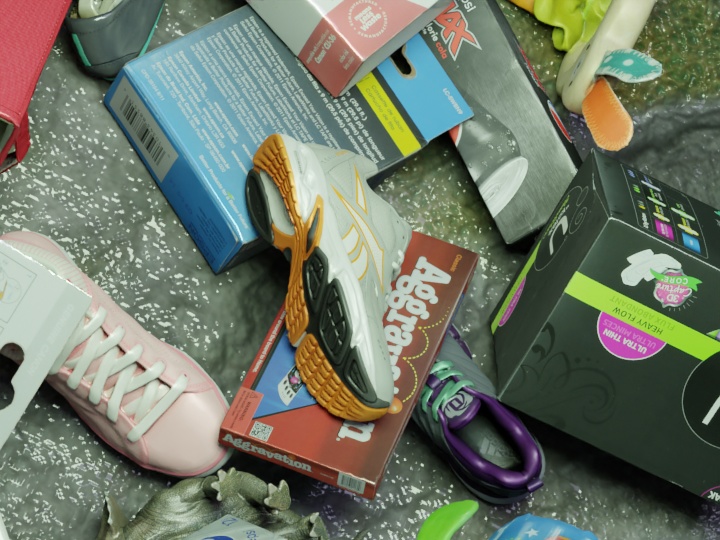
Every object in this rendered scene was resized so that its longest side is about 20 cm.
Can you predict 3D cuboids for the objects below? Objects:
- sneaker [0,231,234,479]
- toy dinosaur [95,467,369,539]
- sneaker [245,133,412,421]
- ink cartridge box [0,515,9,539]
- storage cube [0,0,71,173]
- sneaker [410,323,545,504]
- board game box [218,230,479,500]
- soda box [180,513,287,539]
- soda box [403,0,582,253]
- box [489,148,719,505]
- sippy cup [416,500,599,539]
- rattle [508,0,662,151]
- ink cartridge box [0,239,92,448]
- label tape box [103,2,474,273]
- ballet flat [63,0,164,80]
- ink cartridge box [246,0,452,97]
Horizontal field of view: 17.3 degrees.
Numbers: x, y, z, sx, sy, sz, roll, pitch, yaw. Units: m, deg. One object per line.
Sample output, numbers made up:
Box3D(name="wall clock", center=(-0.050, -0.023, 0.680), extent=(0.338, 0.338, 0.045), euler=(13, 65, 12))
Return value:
Box3D(name="sneaker", center=(-0.164, 0.054, 1.436), extent=(0.200, 0.105, 0.075), euler=(44, 95, 6))
Box3D(name="toy dinosaur", center=(-0.085, 0.150, 1.446), extent=(0.200, 0.102, 0.077), euler=(-10, 97, -38))
Box3D(name="sneaker", center=(0.000, 0.000, 1.469), extent=(0.092, 0.076, 0.200), euler=(0, 59, -30))
Box3D(name="ink cartridge box", center=(-0.247, 0.251, 1.341), extent=(0.145, 0.085, 0.200), euler=(-15, 72, -25))
Box3D(name="storage cube", center=(-0.278, -0.158, 1.453), extent=(0.200, 0.171, 0.180), euler=(24, 60, -9))
Box3D(name="sneaker", center=(0.048, 0.066, 1.522), extent=(0.200, 0.088, 0.074), euler=(43, 83, 1))
Box3D(name="board game box", center=(-0.005, 0.047, 1.488), extent=(0.103, 0.019, 0.200), euler=(20, 50, 7))
Box3D(name="soda box", center=(-0.056, 0.247, 1.372), extent=(0.063, 0.068, 0.200), euler=(-26, 111, -28))
Box3D(name="soda box", center=(0.090, -0.115, 1.624), extent=(0.071, 0.063, 0.200), euler=(-29, 77, 10))
Box3D(name="box", center=(0.205, 0.041, 1.543), extent=(0.200, 0.149, 0.124), euler=(25, 22, -11))
Box3D(name="sippy cup", center=(0.100, 0.227, 1.465), extent=(0.139, 0.178, 0.130), euler=(20, 46, 20))
Box3D(name="rattle", center=(0.135, -0.174, 1.625), extent=(0.143, 0.130, 0.200), euler=(41, 37, -14))
Box3D(name="ink cartridge box", center=(-0.282, 0.026, 1.396), extent=(0.200, 0.057, 0.163), euler=(32, 95, -7))
Box3D(name="label tape box", center=(-0.047, -0.107, 1.582), extent=(0.200, 0.063, 0.144), euler=(-29, 81, -28))
Box3D(name="ballet flat", center=(-0.146, -0.222, 1.585), extent=(0.073, 0.073, 0.200), euler=(27, 64, -8))
Box3D(name="ink cartridge box", center=(-0.035, -0.230, 1.559), extent=(0.116, 0.068, 0.200), euler=(-41, 87, -25))
